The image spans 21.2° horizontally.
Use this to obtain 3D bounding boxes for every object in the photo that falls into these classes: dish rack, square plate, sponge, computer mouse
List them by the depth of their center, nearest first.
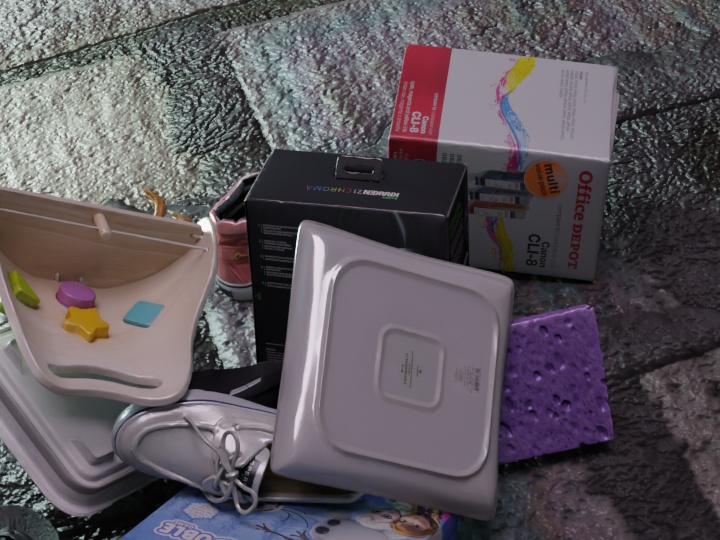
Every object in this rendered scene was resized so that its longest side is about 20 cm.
[{"bbox_3d":[0.033,0.076,1.475,0.197,0.028,0.202,15,70,-24],"label":"square plate"},{"bbox_3d":[-0.076,0.091,1.527,0.199,0.141,0.046,-3,45,-45],"label":"computer mouse"},{"bbox_3d":[-0.214,0.096,1.546,0.172,0.044,0.200,50,31,11],"label":"dish rack"},{"bbox_3d":[0.102,0.102,1.559,0.198,0.113,0.030,-12,5,-8],"label":"sponge"}]

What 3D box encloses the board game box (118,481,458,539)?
[{"bbox_3d":[-0.054,0.209,1.449,0.198,0.044,0.199,13,24,22],"label":"board game box"}]

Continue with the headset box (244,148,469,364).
[{"bbox_3d":[0.000,0.000,1.608,0.172,0.202,0.093,4,32,13],"label":"headset box"}]

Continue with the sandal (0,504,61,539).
[{"bbox_3d":[-0.266,0.249,1.476,0.075,0.048,0.201,-9,41,-3],"label":"sandal"}]

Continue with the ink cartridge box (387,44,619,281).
[{"bbox_3d":[0.129,-0.098,1.743,0.198,0.146,0.145,6,42,5],"label":"ink cartridge box"}]

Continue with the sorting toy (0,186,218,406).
[{"bbox_3d":[-0.207,0.032,1.482,0.198,0.107,0.181,11,35,-26],"label":"sorting toy"}]

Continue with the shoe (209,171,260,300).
[{"bbox_3d":[-0.050,-0.054,1.768,0.199,0.092,0.071,-27,45,-23],"label":"shoe"}]

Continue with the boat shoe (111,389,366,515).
[{"bbox_3d":[-0.089,0.148,1.453,0.200,0.075,0.086,11,21,-12],"label":"boat shoe"}]

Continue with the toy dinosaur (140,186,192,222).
[{"bbox_3d":[-0.194,-0.012,1.780,0.199,0.060,0.107,17,70,32],"label":"toy dinosaur"}]
